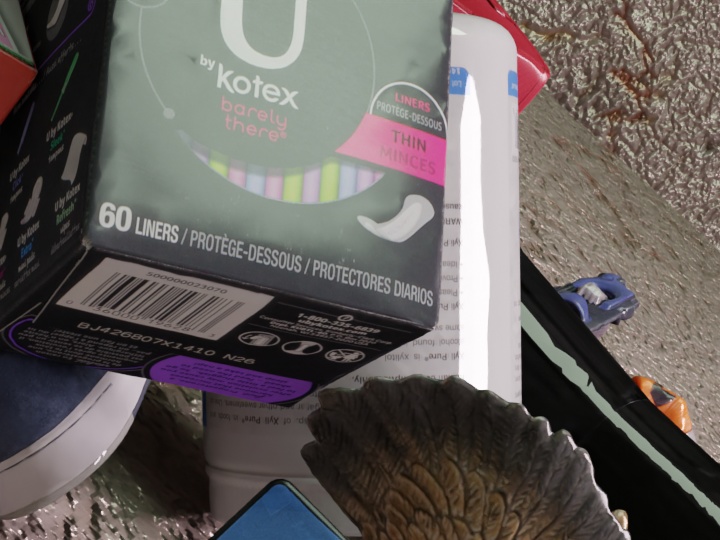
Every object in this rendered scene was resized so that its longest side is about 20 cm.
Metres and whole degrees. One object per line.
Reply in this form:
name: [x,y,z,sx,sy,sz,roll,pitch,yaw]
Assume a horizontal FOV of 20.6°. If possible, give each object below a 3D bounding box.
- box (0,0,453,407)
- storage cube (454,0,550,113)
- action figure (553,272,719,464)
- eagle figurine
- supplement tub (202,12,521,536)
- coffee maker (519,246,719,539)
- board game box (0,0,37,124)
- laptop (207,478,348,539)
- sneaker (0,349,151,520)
box: [-0.045,-0.070,0.656,0.122,0.106,0.200,13,66,-25]
storage cube: [-0.008,-0.155,1.371,0.180,0.171,0.200,34,16,-29]
action figure: [0.121,0.081,1.246,0.200,0.105,0.193,-15,46,-44]
eagle figurine: [0.040,0.143,0.703,0.200,0.151,0.152,41,28,-56]
supplement tub: [0.000,0.000,0.804,0.132,0.200,0.132,0,0,0]
coffee maker: [0.103,0.081,0.920,0.200,0.192,0.135,48,-13,15]
board game box: [-0.192,-0.128,0.668,0.153,0.040,0.200,30,18,-27]
laptop: [-0.022,0.169,0.468,0.187,0.116,0.200,44,14,10]
sneaker: [-0.133,-0.013,0.737,0.146,0.077,0.202,55,12,-13]
